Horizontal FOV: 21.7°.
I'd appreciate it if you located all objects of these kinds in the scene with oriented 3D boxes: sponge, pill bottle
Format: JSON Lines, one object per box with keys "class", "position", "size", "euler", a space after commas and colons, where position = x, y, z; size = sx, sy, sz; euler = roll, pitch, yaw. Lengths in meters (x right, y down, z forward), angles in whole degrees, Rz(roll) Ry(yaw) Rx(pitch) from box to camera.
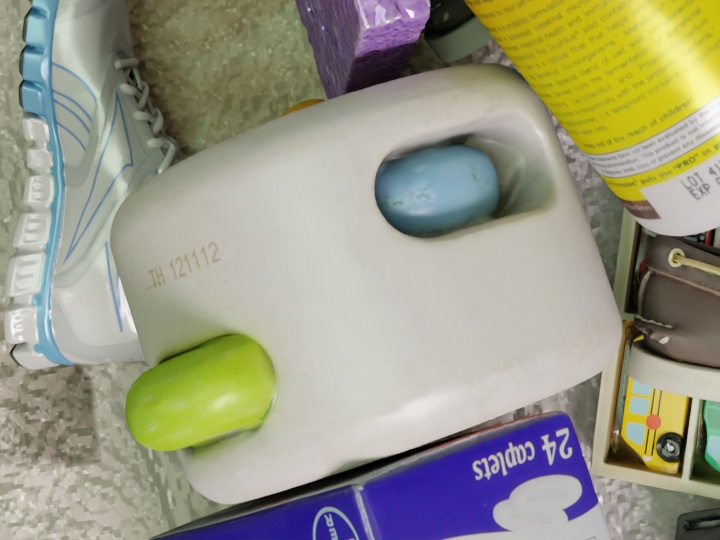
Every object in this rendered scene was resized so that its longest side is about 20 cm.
{"class": "sponge", "position": [-0.010, -0.130, 0.734], "size": [0.030, 0.200, 0.112], "euler": [-18, 87, -5]}
{"class": "pill bottle", "position": [0.091, -0.118, 0.683], "size": [0.109, 0.109, 0.200], "euler": [-36, 106, 16]}

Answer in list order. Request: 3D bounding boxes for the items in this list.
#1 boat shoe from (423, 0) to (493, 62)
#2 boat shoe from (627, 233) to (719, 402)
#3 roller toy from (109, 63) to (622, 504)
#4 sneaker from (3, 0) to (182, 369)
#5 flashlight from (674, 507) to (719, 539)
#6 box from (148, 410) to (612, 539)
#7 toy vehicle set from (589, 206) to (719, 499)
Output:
{"class": "boat shoe", "position": [0.090, -0.169, 0.758], "size": [0.201, 0.072, 0.060], "euler": [-40, 107, 18]}
{"class": "boat shoe", "position": [0.201, 0.026, 0.708], "size": [0.199, 0.072, 0.060], "euler": [8, 98, 23]}
{"class": "roller toy", "position": [0.000, 0.000, 0.743], "size": [0.182, 0.200, 0.140], "euler": [-20, 86, 8]}
{"class": "sneaker", "position": [-0.105, -0.052, 0.840], "size": [0.086, 0.075, 0.201], "euler": [6, 101, 11]}
{"class": "flashlight", "position": [0.207, 0.117, 0.699], "size": [0.199, 0.068, 0.068], "euler": [-19, 115, 42]}
{"class": "box", "position": [0.021, 0.176, 0.739], "size": [0.184, 0.105, 0.201], "euler": [-24, 83, 55]}
{"class": "toy vehicle set", "position": [0.169, -0.005, 0.767], "size": [0.124, 0.026, 0.201], "euler": [8, 95, 17]}
